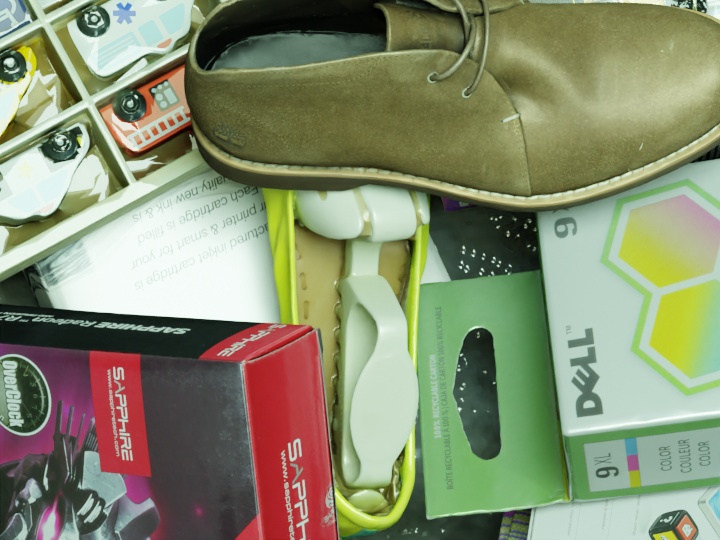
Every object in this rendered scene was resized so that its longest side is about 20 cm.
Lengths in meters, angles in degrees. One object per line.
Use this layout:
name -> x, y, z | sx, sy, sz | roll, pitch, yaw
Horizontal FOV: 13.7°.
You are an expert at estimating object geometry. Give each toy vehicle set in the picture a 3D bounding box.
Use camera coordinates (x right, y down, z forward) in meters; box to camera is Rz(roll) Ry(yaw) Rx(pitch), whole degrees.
toy vehicle set -> -0.086, -0.094, 1.116 | 0.199, 0.027, 0.125 | -30, 87, -13

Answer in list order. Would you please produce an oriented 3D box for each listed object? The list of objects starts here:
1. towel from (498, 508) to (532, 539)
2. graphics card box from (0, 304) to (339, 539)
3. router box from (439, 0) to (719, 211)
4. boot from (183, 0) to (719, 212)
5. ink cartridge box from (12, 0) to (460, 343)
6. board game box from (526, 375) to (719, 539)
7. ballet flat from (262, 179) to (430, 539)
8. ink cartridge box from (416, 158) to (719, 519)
towel -> 0.132, 0.058, 1.139 | 0.143, 0.023, 0.201 | 7, 61, 14
graphics card box -> -0.103, 0.078, 1.092 | 0.199, 0.051, 0.126 | 5, 108, 33
router box -> 0.083, -0.136, 1.097 | 0.148, 0.051, 0.201 | -11, 82, 2
boot -> 0.037, -0.066, 1.026 | 0.199, 0.076, 0.074 | -3, 68, 3
ink cartridge box -> -0.068, -0.037, 1.168 | 0.144, 0.084, 0.201 | -24, 86, -11
board game box -> 0.134, 0.046, 1.111 | 0.125, 0.035, 0.201 | 4, 60, 13
ballet flat -> 0.000, 0.000, 1.086 | 0.066, 0.067, 0.201 | -2, 97, -20
ink cartridge box -> 0.115, 0.020, 1.073 | 0.199, 0.059, 0.104 | -8, 58, 6
